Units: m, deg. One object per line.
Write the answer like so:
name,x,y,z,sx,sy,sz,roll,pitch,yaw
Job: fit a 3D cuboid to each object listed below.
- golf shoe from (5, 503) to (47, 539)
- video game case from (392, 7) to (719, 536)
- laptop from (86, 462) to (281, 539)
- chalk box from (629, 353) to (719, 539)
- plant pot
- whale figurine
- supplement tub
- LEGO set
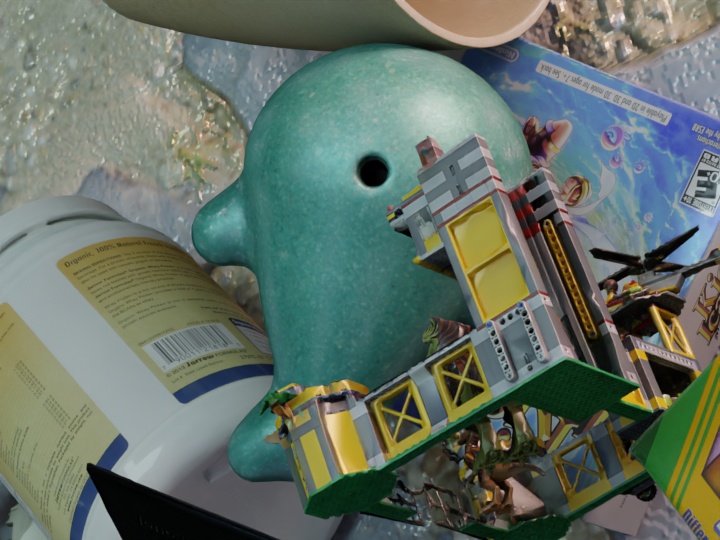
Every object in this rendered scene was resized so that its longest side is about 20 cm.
golf shoe,-0.108,0.188,1.182,0.097,0.078,0.201,-31,62,9
video game case,0.078,-0.004,1.088,0.200,0.045,0.182,27,96,42
laptop,0.019,0.142,0.972,0.187,0.199,0.117,16,106,42
chalk box,0.226,0.050,0.894,0.200,0.125,0.124,-48,52,17
plant pot,-0.034,-0.178,1.113,0.199,0.187,0.188,-9,71,40
whale figurine,0.000,0.000,1.029,0.158,0.104,0.201,17,85,7
supplement tub,-0.111,0.066,1.159,0.200,0.144,0.145,44,105,40
LEGO set,0.049,0.027,0.948,0.154,0.200,0.116,-38,59,31
